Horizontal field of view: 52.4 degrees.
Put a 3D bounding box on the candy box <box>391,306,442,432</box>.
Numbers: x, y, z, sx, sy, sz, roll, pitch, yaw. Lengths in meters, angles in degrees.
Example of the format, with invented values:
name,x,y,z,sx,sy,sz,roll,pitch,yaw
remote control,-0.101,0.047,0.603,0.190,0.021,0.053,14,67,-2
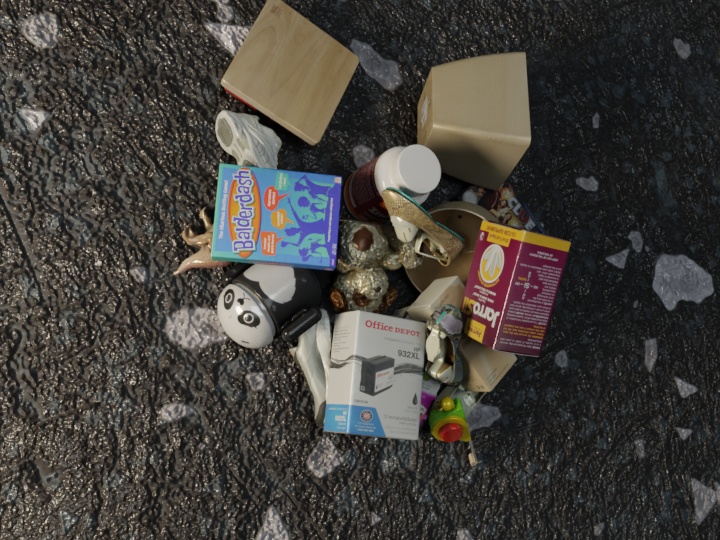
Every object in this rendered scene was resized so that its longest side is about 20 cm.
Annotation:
name,x,y,z,sx,sy,sz,roll,pitch,yaw
candy box,0.084,0.187,1.351,0.136,0.061,0.201,37,68,-17

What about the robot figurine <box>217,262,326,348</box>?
name,x,y,z,sx,sy,sz,roll,pitch,yaw
robot figurine,-0.146,0.040,1.227,0.200,0.150,0.125,-39,113,-27

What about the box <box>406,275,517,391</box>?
name,x,y,z,sx,sy,sz,roll,pitch,yaw
box,0.185,0.116,1.336,0.095,0.078,0.200,-44,104,-26

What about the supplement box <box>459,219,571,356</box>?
name,x,y,z,sx,sy,sz,roll,pitch,yaw
supplement box,0.253,0.028,1.236,0.103,0.131,0.202,10,97,-26

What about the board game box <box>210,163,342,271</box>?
name,x,y,z,sx,sy,sz,roll,pitch,yaw
board game box,-0.134,-0.084,1.178,0.198,0.045,0.153,4,81,-8

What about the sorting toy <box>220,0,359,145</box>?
name,x,y,z,sx,sy,sz,roll,pitch,yaw
sorting toy,-0.131,-0.354,1.335,0.198,0.069,0.201,31,69,-18

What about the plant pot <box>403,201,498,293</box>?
name,x,y,z,sx,sy,sz,roll,pitch,yaw
plant pot,0.191,-0.049,1.393,0.201,0.200,0.135,50,31,-10

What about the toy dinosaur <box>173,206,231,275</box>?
name,x,y,z,sx,sy,sz,roll,pitch,yaw
toy dinosaur,-0.219,-0.052,1.228,0.135,0.086,0.200,42,64,-12

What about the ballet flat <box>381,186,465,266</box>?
name,x,y,z,sx,sy,sz,roll,pitch,yaw
ballet flat,0.102,-0.067,1.250,0.199,0.070,0.066,32,82,-30

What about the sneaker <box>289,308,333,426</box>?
name,x,y,z,sx,sy,sz,roll,pitch,yaw
sneaker,-0.082,0.170,1.277,0.079,0.074,0.202,-5,86,-3

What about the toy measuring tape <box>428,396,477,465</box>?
name,x,y,z,sx,sy,sz,roll,pitch,yaw
toy measuring tape,0.168,0.302,1.351,0.074,0.073,0.201,-43,135,-26

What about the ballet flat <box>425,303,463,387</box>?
name,x,y,z,sx,sy,sz,roll,pitch,yaw
ballet flat,0.138,0.146,1.268,0.072,0.072,0.201,-32,137,-27

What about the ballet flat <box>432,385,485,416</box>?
name,x,y,z,sx,sy,sz,roll,pitch,yaw
ballet flat,0.210,0.231,1.404,0.200,0.069,0.070,-43,100,-25

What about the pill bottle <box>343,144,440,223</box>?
name,x,y,z,sx,sy,sz,roll,pitch,yaw
pill bottle,0.057,-0.156,1.320,0.112,0.200,0.114,5,79,-25

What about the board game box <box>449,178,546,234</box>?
name,x,y,z,sx,sy,sz,roll,pitch,yaw
board game box,0.291,-0.105,1.519,0.135,0.035,0.200,-41,100,-26

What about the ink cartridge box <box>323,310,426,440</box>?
name,x,y,z,sx,sy,sz,roll,pitch,yaw
ink cartridge box,0.027,0.178,1.238,0.144,0.084,0.202,13,75,-29

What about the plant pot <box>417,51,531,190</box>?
name,x,y,z,sx,sy,sz,roll,pitch,yaw
plant pot,0.208,-0.292,1.419,0.176,0.200,0.202,3,70,-7

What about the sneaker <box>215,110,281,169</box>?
name,x,y,z,sx,sy,sz,roll,pitch,yaw
sneaker,-0.169,-0.200,1.271,0.099,0.078,0.201,-17,73,-37

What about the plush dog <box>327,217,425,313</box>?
name,x,y,z,sx,sy,sz,roll,pitch,yaw
plush dog,0.000,0.000,1.310,0.199,0.160,0.173,3,99,-46
